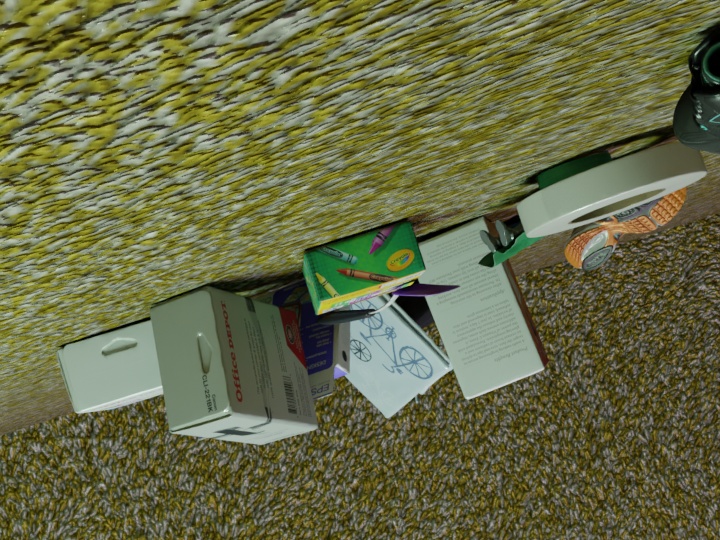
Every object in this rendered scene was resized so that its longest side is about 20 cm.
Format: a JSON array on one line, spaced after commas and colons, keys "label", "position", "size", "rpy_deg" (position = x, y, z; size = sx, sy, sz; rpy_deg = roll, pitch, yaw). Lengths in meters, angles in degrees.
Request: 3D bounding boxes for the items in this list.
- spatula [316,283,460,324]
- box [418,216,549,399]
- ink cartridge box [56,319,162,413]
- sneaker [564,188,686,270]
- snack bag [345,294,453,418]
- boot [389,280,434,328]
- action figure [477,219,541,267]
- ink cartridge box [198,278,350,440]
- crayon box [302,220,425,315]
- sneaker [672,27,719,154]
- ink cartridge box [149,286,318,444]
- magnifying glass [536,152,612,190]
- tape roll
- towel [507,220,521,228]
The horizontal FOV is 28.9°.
[{"label": "spatula", "position": [0.022, 0.039, 1.580], "size": [0.200, 0.021, 0.056], "rpy_deg": [-20, 178, 41]}, {"label": "box", "position": [0.151, 0.047, 1.762], "size": [0.106, 0.201, 0.152], "rpy_deg": [-22, 176, 9]}, {"label": "ink cartridge box", "position": [-0.274, 0.116, 1.719], "size": [0.144, 0.085, 0.200], "rpy_deg": [-18, 174, 1]}, {"label": "sneaker", "position": [0.366, -0.088, 1.948], "size": [0.200, 0.076, 0.092], "rpy_deg": [-35, -159, 30]}, {"label": "snack bag", "position": [0.016, 0.098, 1.826], "size": [0.021, 0.189, 0.200], "rpy_deg": [-44, 176, -35]}, {"label": "boot", "position": [0.035, 0.034, 1.959], "size": [0.200, 0.165, 0.066], "rpy_deg": [-39, 149, -18]}, {"label": "action figure", "position": [0.236, -0.070, 1.647], "size": [0.199, 0.055, 0.118], "rpy_deg": [-23, 177, -27]}, {"label": "ink cartridge box", "position": [-0.103, 0.109, 1.719], "size": [0.198, 0.201, 0.043], "rpy_deg": [-20, 134, 24]}, {"label": "crayon box", "position": [0.000, 0.000, 1.541], "size": [0.118, 0.059, 0.200], "rpy_deg": [-17, 176, -5]}, {"label": "sneaker", "position": [0.249, -0.133, 0.935], "size": [0.079, 0.076, 0.200], "rpy_deg": [-2, 165, -15]}, {"label": "ink cartridge box", "position": [-0.138, 0.110, 1.550], "size": [0.083, 0.145, 0.200], "rpy_deg": [-18, 162, 21]}, {"label": "magnifying glass", "position": [0.243, -0.102, 1.494], "size": [0.079, 0.022, 0.200], "rpy_deg": [-20, 176, 21]}, {"label": "tape roll", "position": [0.262, -0.083, 1.460], "size": [0.202, 0.037, 0.203], "rpy_deg": [-19, 174, -2]}, {"label": "towel", "position": [0.258, -0.073, 1.919], "size": [0.146, 0.022, 0.200], "rpy_deg": [-16, 176, -22]}]
